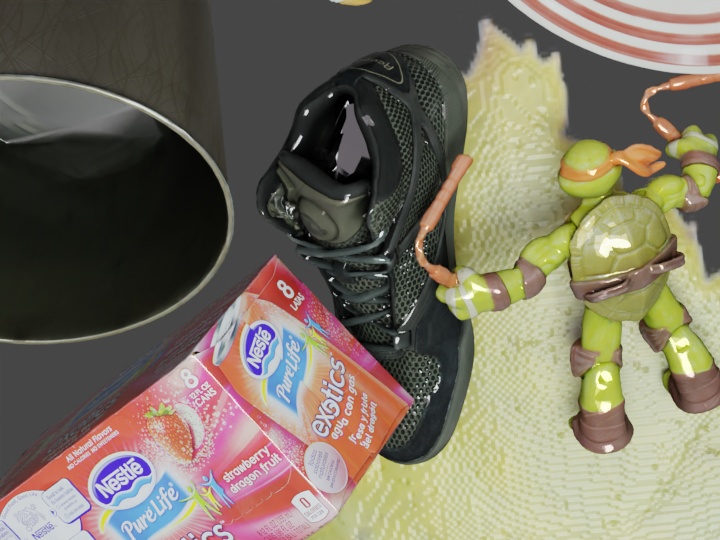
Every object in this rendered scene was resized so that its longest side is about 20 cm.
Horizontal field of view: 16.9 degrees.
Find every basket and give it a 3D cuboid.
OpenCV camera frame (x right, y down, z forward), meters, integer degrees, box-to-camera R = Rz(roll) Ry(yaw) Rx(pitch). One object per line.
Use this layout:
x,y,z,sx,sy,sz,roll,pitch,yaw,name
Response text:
-0.133,-0.083,1.065,0.180,0.200,0.136,-1,128,7,basket

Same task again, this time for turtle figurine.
0.129,-0.003,1.140,0.200,0.064,0.162,-30,118,-22,turtle figurine

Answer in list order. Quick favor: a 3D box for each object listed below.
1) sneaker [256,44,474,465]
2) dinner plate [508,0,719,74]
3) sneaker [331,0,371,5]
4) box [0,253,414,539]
0.000,0.000,1.130,0.076,0.114,0.200,10,106,32,sneaker
0.127,-0.166,1.082,0.200,0.024,0.200,19,147,13,dinner plate
-0.007,-0.224,1.102,0.088,0.075,0.200,17,103,-1,sneaker
-0.084,0.093,1.135,0.100,0.096,0.200,47,129,-8,box
